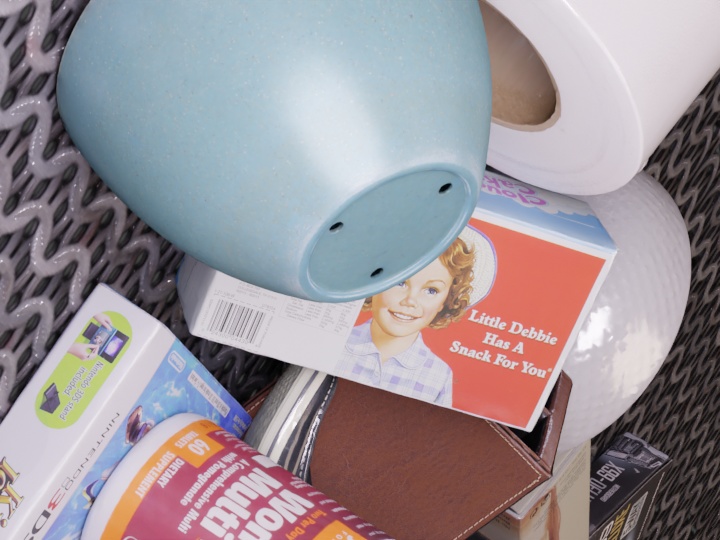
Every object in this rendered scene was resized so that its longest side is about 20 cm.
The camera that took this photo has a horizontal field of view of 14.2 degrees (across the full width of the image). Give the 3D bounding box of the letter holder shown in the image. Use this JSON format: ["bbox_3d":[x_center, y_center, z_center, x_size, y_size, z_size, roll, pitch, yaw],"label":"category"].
[{"bbox_3d":[-0.002,0.097,1.658,0.200,0.142,0.101,-39,-165,29],"label":"letter holder"}]

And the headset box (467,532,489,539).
[{"bbox_3d":[0.052,0.229,1.894,0.093,0.174,0.200,-51,150,-12],"label":"headset box"}]

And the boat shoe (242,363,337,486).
[{"bbox_3d":[-0.046,0.139,1.572,0.075,0.062,0.201,-131,-121,-81],"label":"boat shoe"}]

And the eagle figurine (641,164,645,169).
[{"bbox_3d":[0.147,-0.143,1.707,0.200,0.151,0.152,-18,116,-54],"label":"eagle figurine"}]

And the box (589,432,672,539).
[{"bbox_3d":[0.182,0.255,2.469,0.158,0.050,0.201,-36,151,-46],"label":"box"}]

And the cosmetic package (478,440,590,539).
[{"bbox_3d":[0.103,0.166,2.078,0.087,0.103,0.200,-48,156,-21],"label":"cosmetic package"}]

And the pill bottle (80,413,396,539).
[{"bbox_3d":[-0.037,0.166,1.466,0.110,0.199,0.110,-49,158,-27],"label":"pill bottle"}]

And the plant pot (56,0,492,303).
[{"bbox_3d":[-0.018,-0.066,1.300,0.199,0.135,0.200,-24,150,-15],"label":"plant pot"}]

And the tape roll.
[{"bbox_3d":[0.095,-0.155,1.448,0.139,0.202,0.203,-50,159,-23],"label":"tape roll"}]

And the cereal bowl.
[{"bbox_3d":[0.097,0.008,1.744,0.083,0.200,0.201,32,90,-38],"label":"cereal bowl"}]

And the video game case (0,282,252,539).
[{"bbox_3d":[-0.143,0.118,1.506,0.182,0.045,0.200,-55,160,-7],"label":"video game case"}]

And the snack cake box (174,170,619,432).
[{"bbox_3d":[0.018,-0.003,1.499,0.067,0.199,0.115,-114,-135,-63],"label":"snack cake box"}]
